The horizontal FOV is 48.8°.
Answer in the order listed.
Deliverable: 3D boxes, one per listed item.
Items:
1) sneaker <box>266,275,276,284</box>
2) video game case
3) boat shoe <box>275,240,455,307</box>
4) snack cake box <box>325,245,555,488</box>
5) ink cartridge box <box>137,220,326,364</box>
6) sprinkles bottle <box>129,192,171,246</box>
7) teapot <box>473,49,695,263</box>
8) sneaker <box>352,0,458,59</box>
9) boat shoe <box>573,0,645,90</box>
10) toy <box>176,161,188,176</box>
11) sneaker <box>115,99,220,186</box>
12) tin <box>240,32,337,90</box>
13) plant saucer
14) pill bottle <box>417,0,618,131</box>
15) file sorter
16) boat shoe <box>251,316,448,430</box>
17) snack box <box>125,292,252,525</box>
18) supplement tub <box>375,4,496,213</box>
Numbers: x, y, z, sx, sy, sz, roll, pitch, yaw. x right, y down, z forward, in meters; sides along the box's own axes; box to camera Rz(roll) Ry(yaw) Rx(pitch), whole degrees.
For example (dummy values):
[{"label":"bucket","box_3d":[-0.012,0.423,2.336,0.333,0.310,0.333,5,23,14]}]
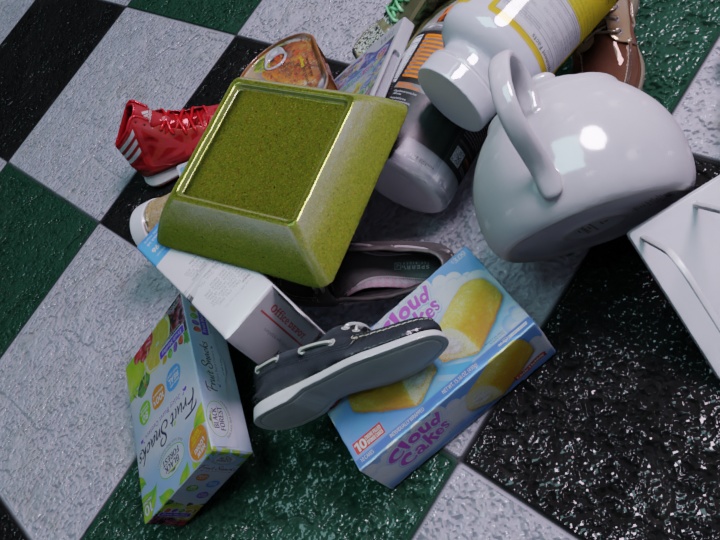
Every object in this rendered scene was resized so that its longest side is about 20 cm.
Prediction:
[{"label":"sneaker","box_3d":[-0.093,0.007,0.889,0.199,0.078,0.141,-19,54,34]},{"label":"video game case","box_3d":[-0.016,-0.170,0.858,0.143,0.018,0.201,-29,33,50]},{"label":"boat shoe","box_3d":[0.000,0.000,0.804,0.198,0.057,0.068,-5,85,16]},{"label":"snack cake box","box_3d":[0.063,0.089,0.735,0.200,0.067,0.115,-41,49,5]},{"label":"ink cartridge box","box_3d":[-0.117,0.030,0.778,0.068,0.116,0.200,-48,57,-5]},{"label":"sprinkles bottle","box_3d":[-0.179,-0.072,0.913,0.199,0.068,0.069,-18,53,35]},{"label":"teapot","box_3d":[0.175,-0.103,0.679,0.196,0.200,0.147,-13,77,-15]},{"label":"sneaker","box_3d":[0.063,-0.339,0.984,0.199,0.089,0.077,-36,49,10]},{"label":"boat shoe","box_3d":[0.247,-0.247,0.817,0.075,0.072,0.202,-11,57,28]},{"label":"toy","box_3d":[-0.136,-0.098,0.952,0.199,0.047,0.116,-16,95,23]},{"label":"sneaker","box_3d":[-0.248,-0.195,1.080,0.199,0.116,0.079,-30,50,15]},{"label":"tin","box_3d":[-0.084,-0.202,0.903,0.111,0.042,0.201,-27,40,9]},{"label":"plant saucer","box_3d":[-0.082,-0.101,0.737,0.198,0.048,0.201,14,69,26]},{"label":"pill bottle","box_3d":[0.147,-0.230,0.743,0.200,0.112,0.112,-48,48,-7]},{"label":"file sorter","box_3d":[0.321,-0.017,0.554,0.199,0.125,0.139,-33,92,11]},{"label":"boat shoe","box_3d":[-0.017,0.078,0.700,0.199,0.076,0.061,-25,56,19]},{"label":"snack box","box_3d":[-0.189,0.144,0.846,0.142,0.053,0.201,-49,44,30]},{"label":"supplement tub","box_3d":[0.083,-0.173,0.846,0.122,0.123,0.201,21,75,40]}]
